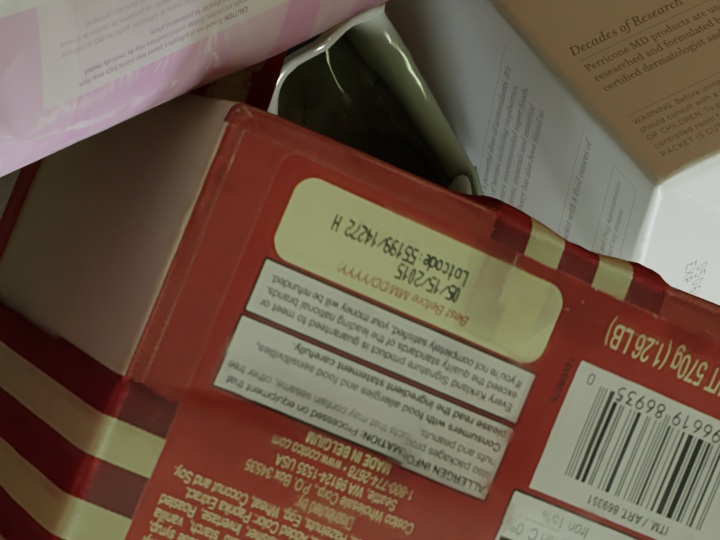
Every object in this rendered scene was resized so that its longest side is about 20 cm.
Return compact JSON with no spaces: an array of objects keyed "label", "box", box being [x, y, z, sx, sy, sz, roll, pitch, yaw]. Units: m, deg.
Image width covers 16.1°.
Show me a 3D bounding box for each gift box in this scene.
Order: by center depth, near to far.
[{"label":"gift box","box":[-0.005,0.046,0.588,0.184,0.187,0.200,28,86,-21]}]

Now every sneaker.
[{"label":"sneaker","box":[0.000,0.000,0.735,0.067,0.090,0.201,-35,118,-30]}]

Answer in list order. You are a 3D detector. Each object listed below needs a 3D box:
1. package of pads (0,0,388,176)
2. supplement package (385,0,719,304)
[{"label":"package of pads","box":[-0.066,-0.075,0.520,0.200,0.120,0.076,-32,116,-50]},{"label":"supplement package","box":[0.066,-0.076,0.759,0.120,0.200,0.121,-25,149,-23]}]
